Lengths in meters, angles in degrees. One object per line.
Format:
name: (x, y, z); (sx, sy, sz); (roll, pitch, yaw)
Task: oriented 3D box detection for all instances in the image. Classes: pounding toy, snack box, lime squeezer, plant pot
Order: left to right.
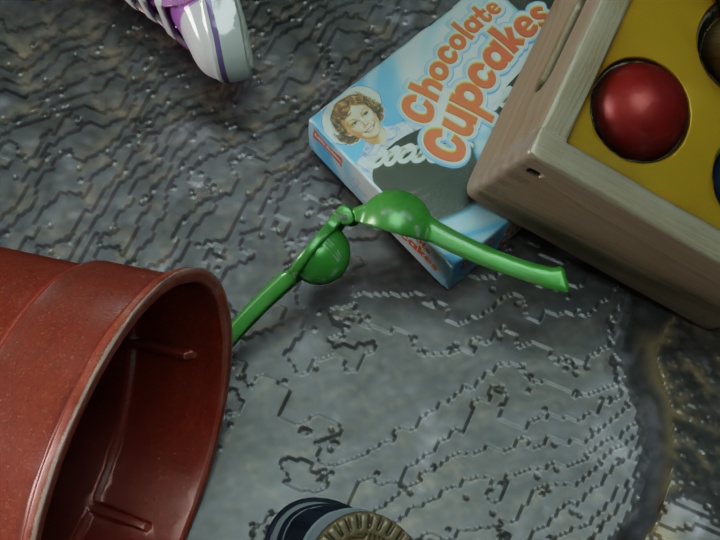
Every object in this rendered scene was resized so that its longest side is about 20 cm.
plant pot: (-0.188, 0.068, 0.752); (0.195, 0.201, 0.201); (17, 68, 14)
lime squeezer: (0.000, 0.000, 0.831); (0.199, 0.038, 0.071); (-15, 104, 8)
snack box: (0.082, -0.096, 0.898); (0.200, 0.037, 0.116); (-40, 75, -16)
pounding toy: (0.167, -0.106, 0.812); (0.184, 0.142, 0.200); (28, 77, -9)

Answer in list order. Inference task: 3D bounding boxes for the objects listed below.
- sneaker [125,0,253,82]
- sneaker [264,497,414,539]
sneaker: (-0.135, -0.169, 0.910); (0.114, 0.073, 0.201); (-23, 60, -6)
sneaker: (0.024, 0.190, 0.771); (0.070, 0.108, 0.200); (-36, 103, -17)
